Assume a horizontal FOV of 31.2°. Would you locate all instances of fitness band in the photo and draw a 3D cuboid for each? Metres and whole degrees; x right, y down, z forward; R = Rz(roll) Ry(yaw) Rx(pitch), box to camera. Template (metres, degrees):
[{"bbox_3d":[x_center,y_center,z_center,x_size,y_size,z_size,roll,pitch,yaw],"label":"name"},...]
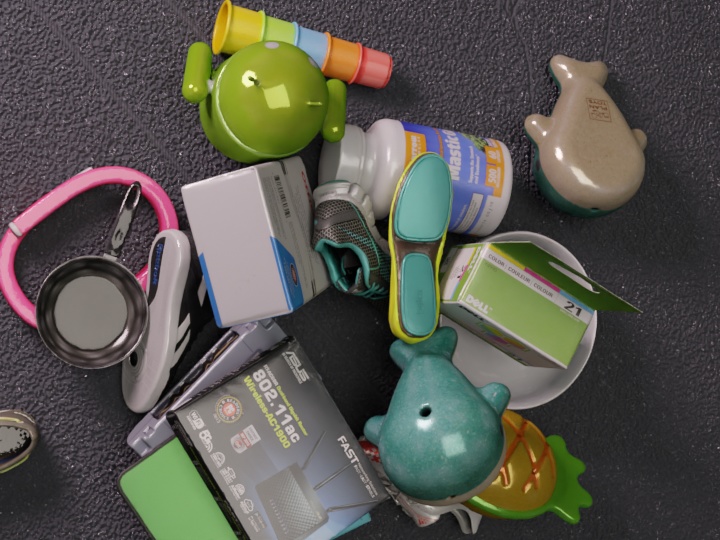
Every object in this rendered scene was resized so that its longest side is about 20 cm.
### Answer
[{"bbox_3d":[-0.285,-0.022,1.356,0.200,0.037,0.144,-38,101,-14],"label":"fitness band"}]

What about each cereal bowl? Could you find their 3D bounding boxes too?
[{"bbox_3d":[0.166,0.056,1.482,0.198,0.083,0.202,0,89,-19],"label":"cereal bowl"}]

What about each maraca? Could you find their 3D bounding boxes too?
[{"bbox_3d":[0.167,0.215,1.417,0.199,0.107,0.138,16,46,-21],"label":"maraca"}]

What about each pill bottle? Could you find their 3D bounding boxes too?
[{"bbox_3d":[0.059,-0.106,1.433,0.198,0.112,0.113,9,86,-19],"label":"pill bottle"}]

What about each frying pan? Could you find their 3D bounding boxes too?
[{"bbox_3d":[-0.278,0.006,1.326,0.114,0.031,0.192,-2,83,-18],"label":"frying pan"}]

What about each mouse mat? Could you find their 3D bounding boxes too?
[{"bbox_3d":[-0.132,0.224,1.340,0.199,0.008,0.162,-35,92,-20],"label":"mouse mat"}]

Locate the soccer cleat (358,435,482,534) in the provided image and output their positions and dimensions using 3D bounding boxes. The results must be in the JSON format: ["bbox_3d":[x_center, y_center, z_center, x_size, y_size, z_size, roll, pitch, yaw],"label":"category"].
[{"bbox_3d":[0.057,0.241,1.451,0.199,0.069,0.086,19,73,-22],"label":"soccer cleat"}]

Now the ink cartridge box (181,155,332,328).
[{"bbox_3d":[-0.100,-0.034,1.329,0.084,0.200,0.147,-14,94,11],"label":"ink cartridge box"}]

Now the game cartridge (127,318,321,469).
[{"bbox_3d":[-0.139,0.153,1.383,0.200,0.040,0.134,-45,118,-14],"label":"game cartridge"}]

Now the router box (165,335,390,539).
[{"bbox_3d":[-0.084,0.191,1.323,0.149,0.062,0.201,-32,92,-21],"label":"router box"}]

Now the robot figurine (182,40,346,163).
[{"bbox_3d":[-0.101,-0.172,1.333,0.174,0.200,0.117,16,86,-17],"label":"robot figurine"}]

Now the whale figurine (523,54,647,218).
[{"bbox_3d":[0.258,-0.154,1.523,0.158,0.104,0.202,4,64,-18],"label":"whale figurine"}]

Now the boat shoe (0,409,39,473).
[{"bbox_3d":[-0.422,0.186,1.293,0.200,0.060,0.073,-14,94,-18],"label":"boat shoe"}]

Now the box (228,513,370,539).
[{"bbox_3d":[-0.094,0.284,1.391,0.199,0.082,0.050,-23,96,-17],"label":"box"}]

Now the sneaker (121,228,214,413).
[{"bbox_3d":[-0.179,0.058,1.373,0.111,0.073,0.202,3,108,-45],"label":"sneaker"}]

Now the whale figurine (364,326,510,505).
[{"bbox_3d":[0.074,0.138,1.330,0.158,0.104,0.201,-16,53,11],"label":"whale figurine"}]

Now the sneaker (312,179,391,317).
[{"bbox_3d":[0.000,0.000,1.397,0.200,0.077,0.092,53,35,-35],"label":"sneaker"}]

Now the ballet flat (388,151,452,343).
[{"bbox_3d":[0.056,-0.023,1.365,0.066,0.067,0.202,6,83,-14],"label":"ballet flat"}]

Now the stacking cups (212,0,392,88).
[{"bbox_3d":[-0.060,-0.248,1.425,0.198,0.060,0.061,9,86,-20],"label":"stacking cups"}]

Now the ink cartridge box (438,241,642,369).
[{"bbox_3d":[0.173,0.037,1.337,0.147,0.200,0.076,31,80,-15],"label":"ink cartridge box"}]
